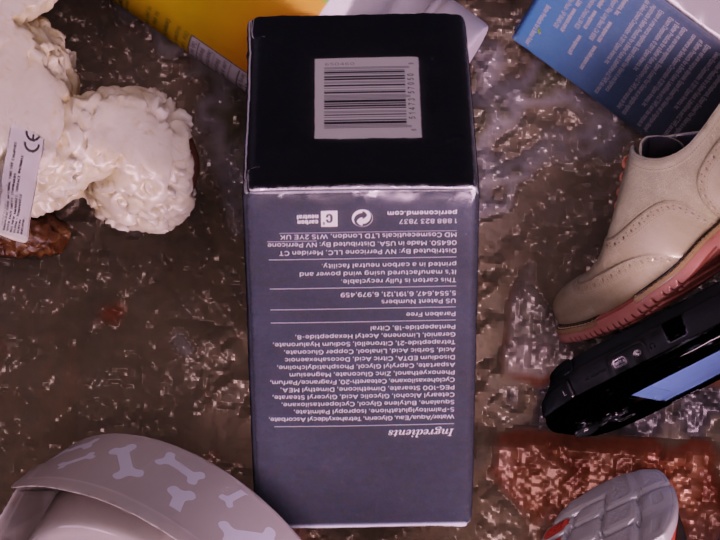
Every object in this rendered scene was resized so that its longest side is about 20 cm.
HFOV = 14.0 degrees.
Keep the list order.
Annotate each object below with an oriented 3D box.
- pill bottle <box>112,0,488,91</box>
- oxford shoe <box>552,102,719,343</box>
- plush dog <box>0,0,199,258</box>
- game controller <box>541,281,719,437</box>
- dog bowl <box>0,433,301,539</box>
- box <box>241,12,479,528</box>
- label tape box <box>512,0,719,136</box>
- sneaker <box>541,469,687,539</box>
[{"bbox_3d":[-0.040,-0.145,1.470,0.200,0.111,0.111,34,85,3],"label":"pill bottle"},{"bbox_3d":[0.152,-0.028,1.433,0.071,0.200,0.074,-30,83,-45],"label":"oxford shoe"},{"bbox_3d":[-0.196,-0.077,1.436,0.160,0.172,0.200,-31,94,-28],"label":"plush dog"},{"bbox_3d":[0.185,0.031,1.434,0.200,0.104,0.042,-28,67,18],"label":"game controller"},{"bbox_3d":[-0.093,0.163,1.404,0.200,0.200,0.059,38,52,3],"label":"dog bowl"},{"bbox_3d":[0.000,0.000,1.391,0.107,0.148,0.200,-1,126,0],"label":"box"},{"bbox_3d":[0.183,-0.101,1.449,0.200,0.144,0.063,38,72,2],"label":"label tape box"},{"bbox_3d":[0.136,0.180,1.424,0.077,0.200,0.082,-23,121,17],"label":"sneaker"}]
